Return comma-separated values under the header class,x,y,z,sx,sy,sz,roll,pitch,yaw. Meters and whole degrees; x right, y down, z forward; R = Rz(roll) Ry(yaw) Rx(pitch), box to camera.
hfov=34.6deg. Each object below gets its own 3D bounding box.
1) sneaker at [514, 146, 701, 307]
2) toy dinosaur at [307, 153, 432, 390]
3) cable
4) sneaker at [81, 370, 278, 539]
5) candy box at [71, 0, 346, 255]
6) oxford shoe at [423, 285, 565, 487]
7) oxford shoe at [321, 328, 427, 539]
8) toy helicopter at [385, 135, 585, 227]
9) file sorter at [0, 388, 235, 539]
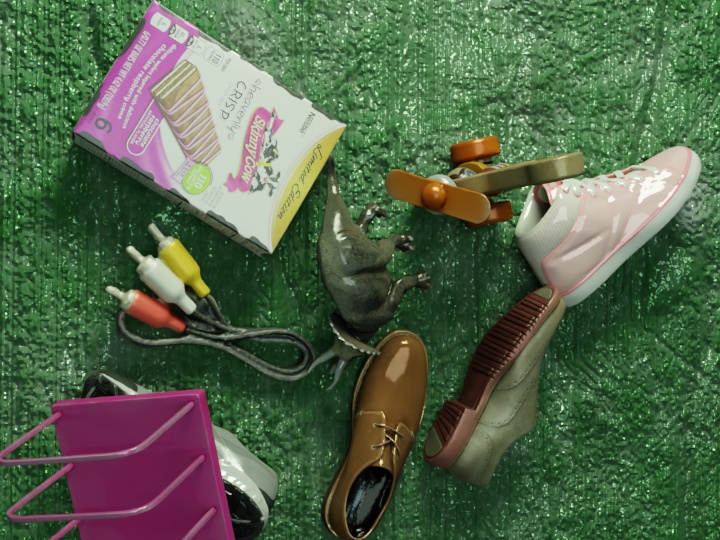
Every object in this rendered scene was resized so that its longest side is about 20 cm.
class,x,y,z,sx,sy,sz,roll,pitch,yaw
sneaker,0.229,-0.069,1.095,0.200,0.075,0.105,-44,105,-6
toy dinosaur,0.000,0.000,1.018,0.102,0.077,0.201,-32,121,-42
cable,-0.133,0.052,1.017,0.200,0.050,0.097,36,79,-11
sneaker,-0.158,0.155,1.008,0.200,0.079,0.074,37,117,2
candy box,-0.132,-0.121,1.014,0.199,0.061,0.137,31,82,-12
oxford shoe,0.139,0.108,1.081,0.075,0.070,0.200,33,92,-15
oxford shoe,0.023,0.151,1.047,0.071,0.071,0.201,17,84,-12
toy helicopter,0.112,-0.079,1.003,0.132,0.200,0.079,-13,93,-31
file sorter,-0.192,0.215,0.923,0.138,0.125,0.201,-6,102,18
